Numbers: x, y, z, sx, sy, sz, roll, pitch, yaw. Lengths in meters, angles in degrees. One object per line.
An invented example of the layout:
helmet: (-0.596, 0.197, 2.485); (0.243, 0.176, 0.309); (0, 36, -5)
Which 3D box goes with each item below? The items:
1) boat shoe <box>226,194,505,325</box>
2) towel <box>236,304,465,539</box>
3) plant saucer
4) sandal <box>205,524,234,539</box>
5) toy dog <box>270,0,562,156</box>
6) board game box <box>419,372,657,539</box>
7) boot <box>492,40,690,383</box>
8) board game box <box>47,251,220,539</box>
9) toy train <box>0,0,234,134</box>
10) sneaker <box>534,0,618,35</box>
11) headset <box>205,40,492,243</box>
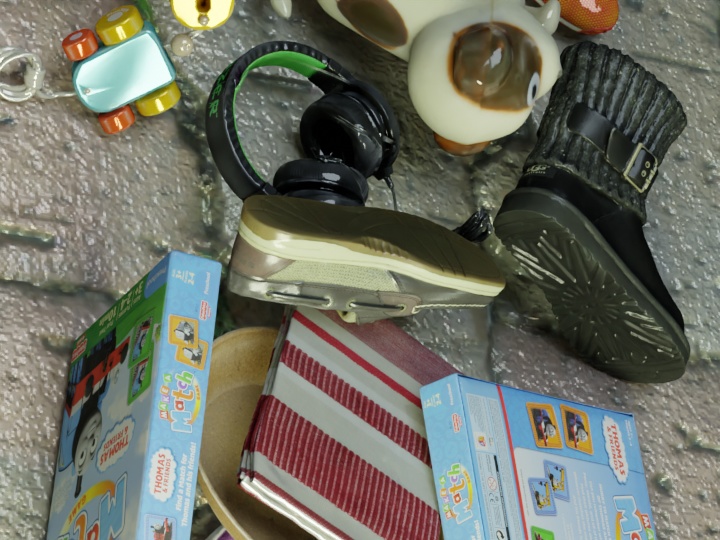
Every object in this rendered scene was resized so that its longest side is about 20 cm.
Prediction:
boat shoe: (0.000, 0.000, 1.773); (0.201, 0.066, 0.072); (11, 28, -36)
towel: (-0.002, 0.101, 1.753); (0.144, 0.023, 0.200); (35, 39, -17)
plant saucer: (-0.034, 0.127, 1.743); (0.200, 0.035, 0.200); (26, 40, -24)
sandal: (-0.081, 0.214, 1.690); (0.082, 0.050, 0.203); (47, 53, -5)
toy dog: (0.056, -0.179, 1.874); (0.194, 0.140, 0.200); (-18, 62, -29)
board game box: (0.123, 0.155, 1.811); (0.200, 0.037, 0.152); (14, 60, -48)
boot: (0.182, -0.038, 1.909); (0.211, 0.079, 0.158); (53, 48, -37)
board game box: (-0.137, 0.109, 1.632); (0.037, 0.151, 0.200); (17, 60, -23)
toy train: (-0.154, -0.190, 1.779); (0.150, 0.200, 0.056); (23, 20, -17)
sneaker: (0.140, -0.266, 2.030); (0.073, 0.077, 0.200); (-16, 79, -37)
headset: (-0.008, -0.071, 1.838); (0.200, 0.094, 0.124); (39, 54, -19)
